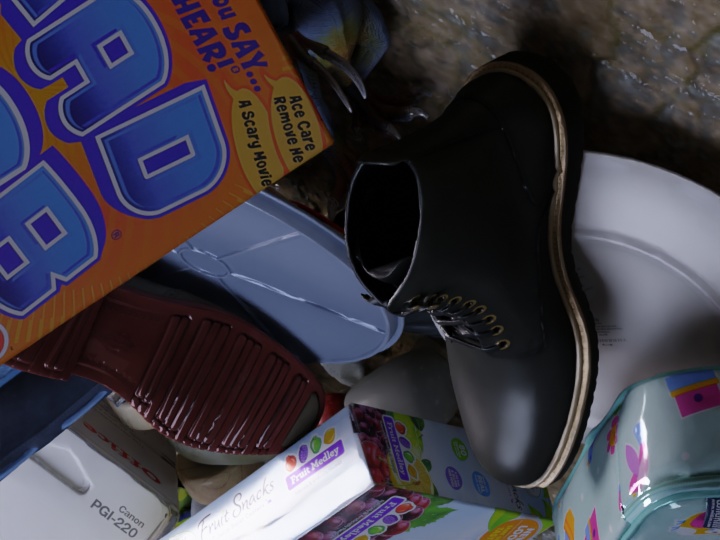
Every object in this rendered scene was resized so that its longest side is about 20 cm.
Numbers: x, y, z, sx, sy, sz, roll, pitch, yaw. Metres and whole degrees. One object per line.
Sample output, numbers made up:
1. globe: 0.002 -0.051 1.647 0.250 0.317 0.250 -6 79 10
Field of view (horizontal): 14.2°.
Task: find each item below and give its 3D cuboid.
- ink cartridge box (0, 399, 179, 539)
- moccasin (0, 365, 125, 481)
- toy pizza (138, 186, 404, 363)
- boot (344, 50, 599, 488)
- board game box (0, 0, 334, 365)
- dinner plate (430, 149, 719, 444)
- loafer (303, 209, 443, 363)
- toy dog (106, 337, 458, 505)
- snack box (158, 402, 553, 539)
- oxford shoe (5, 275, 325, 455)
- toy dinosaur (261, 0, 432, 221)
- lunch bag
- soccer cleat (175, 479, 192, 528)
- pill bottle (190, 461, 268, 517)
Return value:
1. ink cartridge box: -0.181 0.098 1.637 0.145 0.085 0.200 38 -175 -11
2. moccasin: -0.145 0.040 1.518 0.080 0.199 0.068 34 152 52
3. toy pizza: -0.069 -0.016 1.379 0.199 0.032 0.200 20 158 8
4. boot: 0.039 0.018 1.262 0.077 0.138 0.201 5 112 32
5. board game box: -0.168 -0.111 1.222 0.200 0.199 0.200 61 171 -33
6. dinner plate: 0.118 0.025 1.347 0.199 0.024 0.201 15 137 14
7. loafer: 0.000 0.000 1.455 0.200 0.068 0.071 -10 123 41
8. toy dog: -0.035 0.060 1.573 0.199 0.097 0.132 5 140 13
9. snack box: -0.018 0.146 1.501 0.142 0.053 0.200 13 140 -45
10. oxford shoe: -0.106 0.029 1.418 0.199 0.071 0.075 27 -168 -27
11. toy dinosaur: -0.032 -0.113 1.283 0.199 0.105 0.182 5 137 41
12. lunch bag: 0.182 0.112 1.347 0.159 0.078 0.200 4 153 -10
13. soccer cleat: -0.124 0.167 1.680 0.064 0.200 0.084 25 132 20
14. pill bottle: -0.020 0.185 1.691 0.110 0.111 0.201 12 144 29
